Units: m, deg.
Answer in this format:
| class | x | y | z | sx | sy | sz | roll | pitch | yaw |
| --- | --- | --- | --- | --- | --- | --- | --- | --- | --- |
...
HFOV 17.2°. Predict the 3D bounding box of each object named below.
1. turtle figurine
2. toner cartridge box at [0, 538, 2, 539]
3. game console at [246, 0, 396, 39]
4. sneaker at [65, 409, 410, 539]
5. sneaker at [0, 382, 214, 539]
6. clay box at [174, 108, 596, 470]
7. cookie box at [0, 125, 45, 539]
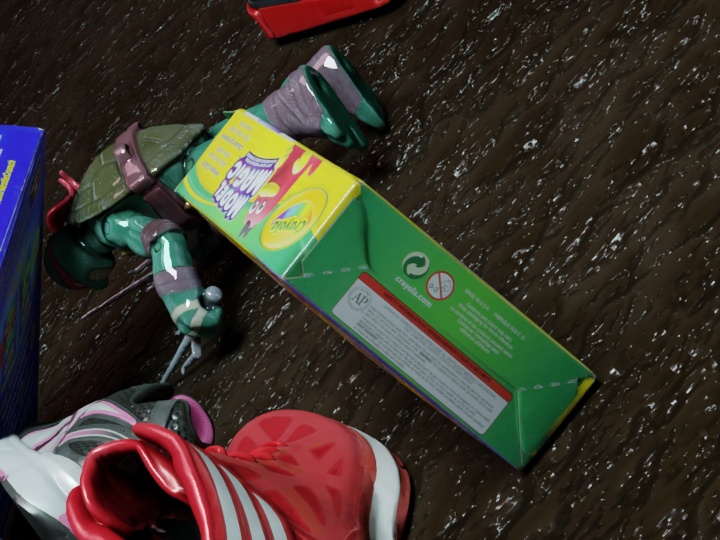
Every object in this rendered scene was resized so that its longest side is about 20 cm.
| class | x | y | z | sx | sy | sz | roll | pitch | yaw |
| --- | --- | --- | --- | --- | --- | --- | --- | --- | --- |
| turtle figurine | -0.083 | -0.028 | 1.150 | 0.200 | 0.101 | 0.150 | -37 | 23 | 17 |
| toner cartridge box | -0.122 | 0.136 | 0.780 | 0.043 | 0.200 | 0.095 | -41 | 22 | 20 |
| game console | 0.025 | -0.218 | 1.354 | 0.177 | 0.031 | 0.200 | 0 | 53 | 59 |
| sneaker | -0.045 | 0.075 | 0.849 | 0.078 | 0.115 | 0.200 | -49 | 20 | 4 |
| sneaker | -0.099 | 0.087 | 1.005 | 0.086 | 0.080 | 0.200 | -35 | 10 | -10 |
| clay box | 0.000 | 0.000 | 0.889 | 0.048 | 0.115 | 0.200 | -51 | 19 | -2 |
| cookie box | -0.199 | 0.056 | 1.120 | 0.171 | 0.075 | 0.200 | -83 | 0 | -56 |
